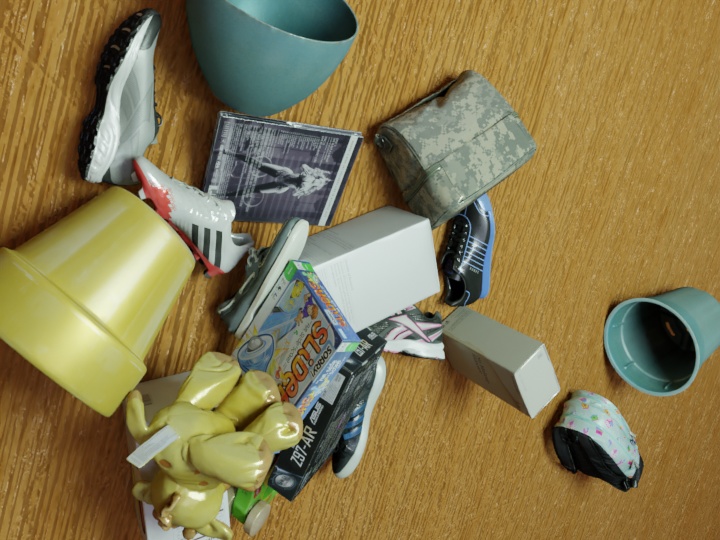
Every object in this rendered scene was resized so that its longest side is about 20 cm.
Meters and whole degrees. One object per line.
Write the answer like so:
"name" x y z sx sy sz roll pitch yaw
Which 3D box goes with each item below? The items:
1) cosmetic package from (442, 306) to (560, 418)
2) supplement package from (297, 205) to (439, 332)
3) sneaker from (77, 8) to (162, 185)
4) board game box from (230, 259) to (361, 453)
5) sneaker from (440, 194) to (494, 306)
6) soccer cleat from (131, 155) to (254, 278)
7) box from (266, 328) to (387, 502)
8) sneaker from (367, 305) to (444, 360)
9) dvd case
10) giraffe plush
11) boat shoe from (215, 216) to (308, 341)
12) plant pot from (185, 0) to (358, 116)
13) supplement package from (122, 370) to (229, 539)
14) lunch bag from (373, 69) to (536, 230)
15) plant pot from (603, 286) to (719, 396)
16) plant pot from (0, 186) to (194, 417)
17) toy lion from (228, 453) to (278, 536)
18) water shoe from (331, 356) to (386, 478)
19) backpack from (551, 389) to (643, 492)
"cosmetic package" 0.221 0.144 0.986 0.073 0.199 0.105 -37 119 -15
"supplement package" 0.000 0.000 0.864 0.196 0.116 0.120 -23 114 -22
"sneaker" -0.262 -0.195 0.686 0.078 0.073 0.205 11 104 -41
"board game box" -0.094 0.109 0.747 0.034 0.136 0.202 8 125 -48
"sneaker" 0.171 -0.036 0.984 0.076 0.070 0.206 -17 112 -30
"soccer cleat" -0.201 -0.073 0.731 0.084 0.069 0.202 -35 137 -5
"box" -0.041 0.190 0.821 0.204 0.043 0.160 -65 167 16
"sneaker" 0.053 0.088 0.957 0.196 0.079 0.089 14 78 -35
"dvd case" -0.105 -0.126 0.787 0.195 0.016 0.151 1 131 -30
"giraffe plush" -0.177 0.220 0.676 0.197 0.172 0.166 -17 134 -43
"boat shoe" -0.133 0.004 0.777 0.202 0.061 0.073 -57 171 30
"plant pot" -0.116 -0.264 0.696 0.195 0.203 0.136 4 136 -31
"supplement package" -0.244 0.257 0.791 0.107 0.113 0.206 -9 107 -28
"lunch bag" 0.135 -0.183 0.881 0.198 0.139 0.170 -34 88 -17
"plant pot" 0.654 0.132 1.257 0.192 0.198 0.206 -16 112 -33
"plant pot" -0.291 0.021 0.660 0.190 0.198 0.202 -53 123 -22
"toy lion" -0.116 0.248 0.869 0.191 0.067 0.204 -38 147 -50
"water shoe" -0.024 0.222 0.946 0.077 0.071 0.206 18 88 -24
"backpack" 0.483 0.348 1.241 0.201 0.165 0.128 49 58 -28
